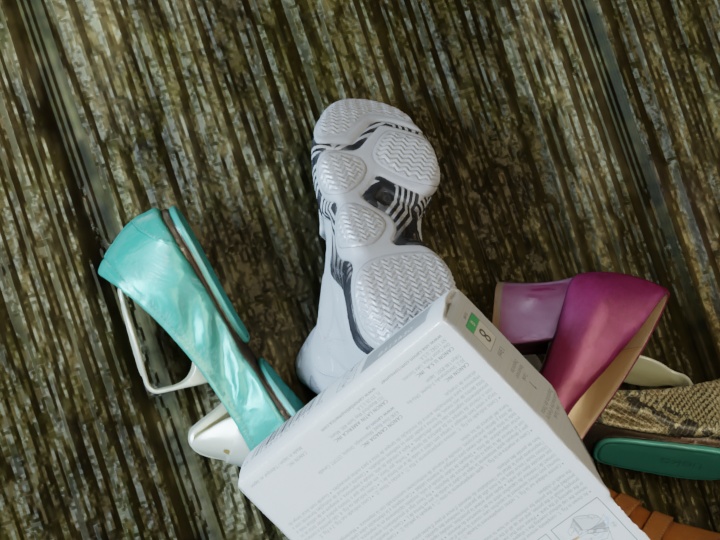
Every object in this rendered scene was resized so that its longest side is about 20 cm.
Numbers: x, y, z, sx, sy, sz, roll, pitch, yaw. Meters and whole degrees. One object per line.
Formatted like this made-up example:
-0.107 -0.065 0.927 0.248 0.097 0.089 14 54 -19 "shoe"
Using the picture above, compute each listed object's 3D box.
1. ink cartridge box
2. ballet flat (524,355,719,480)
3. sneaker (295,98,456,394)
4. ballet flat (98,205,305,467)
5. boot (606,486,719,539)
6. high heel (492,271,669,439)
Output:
0.058 0.130 1.369 0.200 0.161 0.050 45 26 -10 "ink cartridge box"
0.127 0.083 1.494 0.199 0.068 0.075 1 60 -10 "ballet flat"
0.000 0.000 1.462 0.075 0.115 0.200 6 45 -18 "sneaker"
-0.079 0.061 1.435 0.070 0.067 0.200 -34 93 4 "ballet flat"
0.185 0.162 1.450 0.155 0.074 0.200 40 90 22 "boot"
0.119 0.100 1.406 0.096 0.067 0.201 -1 85 13 "high heel"
